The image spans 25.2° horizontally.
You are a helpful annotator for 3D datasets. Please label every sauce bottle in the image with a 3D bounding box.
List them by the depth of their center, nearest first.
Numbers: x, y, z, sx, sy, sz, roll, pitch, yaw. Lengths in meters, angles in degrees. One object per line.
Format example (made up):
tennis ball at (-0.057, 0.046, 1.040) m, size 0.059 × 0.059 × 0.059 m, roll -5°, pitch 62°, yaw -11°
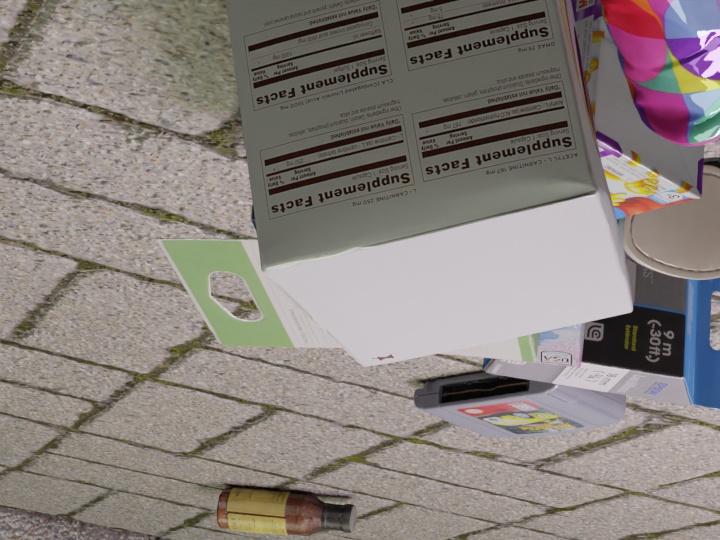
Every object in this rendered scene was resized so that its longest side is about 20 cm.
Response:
sauce bottle at (-0.106, 0.353, 2.331) m, size 0.199 × 0.066 × 0.066 m, roll 5°, pitch 160°, yaw 13°

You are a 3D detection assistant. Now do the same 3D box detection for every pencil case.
pencil case at (0.143, -0.150, 0.745) m, size 0.088 × 0.089 × 0.200 m, roll -3°, pitch 140°, yaw 27°

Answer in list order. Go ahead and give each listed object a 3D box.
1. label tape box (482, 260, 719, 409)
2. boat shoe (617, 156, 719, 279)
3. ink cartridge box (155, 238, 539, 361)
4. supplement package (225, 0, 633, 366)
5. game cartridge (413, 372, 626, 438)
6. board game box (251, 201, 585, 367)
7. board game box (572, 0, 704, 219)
label tape box at (0.197, 0.015, 1.175) m, size 0.199 × 0.145 × 0.063 m, roll 9°, pitch 158°, yaw -6°
boat shoe at (0.226, -0.038, 1.053) m, size 0.199 × 0.073 × 0.063 m, roll -14°, pitch -168°, yaw -36°
ink cartridge box at (0.000, 0.000, 0.929) m, size 0.199 × 0.048 × 0.146 m, roll 4°, pitch 153°, yaw 14°
supplement package at (0.034, -0.083, 0.765) m, size 0.146 × 0.201 × 0.191 m, roll -12°, pitch 162°, yaw 10°
game cartridge at (0.171, 0.140, 1.691) m, size 0.133 × 0.041 × 0.200 m, roll 20°, pitch 157°, yaw -40°
board game box at (0.045, 0.001, 1.029) m, size 0.199 × 0.044 × 0.199 m, roll 5°, pitch 158°, yaw 10°
board game box at (0.101, -0.086, 0.992) m, size 0.105 × 0.103 × 0.200 m, roll 23°, pitch 155°, yaw -37°
